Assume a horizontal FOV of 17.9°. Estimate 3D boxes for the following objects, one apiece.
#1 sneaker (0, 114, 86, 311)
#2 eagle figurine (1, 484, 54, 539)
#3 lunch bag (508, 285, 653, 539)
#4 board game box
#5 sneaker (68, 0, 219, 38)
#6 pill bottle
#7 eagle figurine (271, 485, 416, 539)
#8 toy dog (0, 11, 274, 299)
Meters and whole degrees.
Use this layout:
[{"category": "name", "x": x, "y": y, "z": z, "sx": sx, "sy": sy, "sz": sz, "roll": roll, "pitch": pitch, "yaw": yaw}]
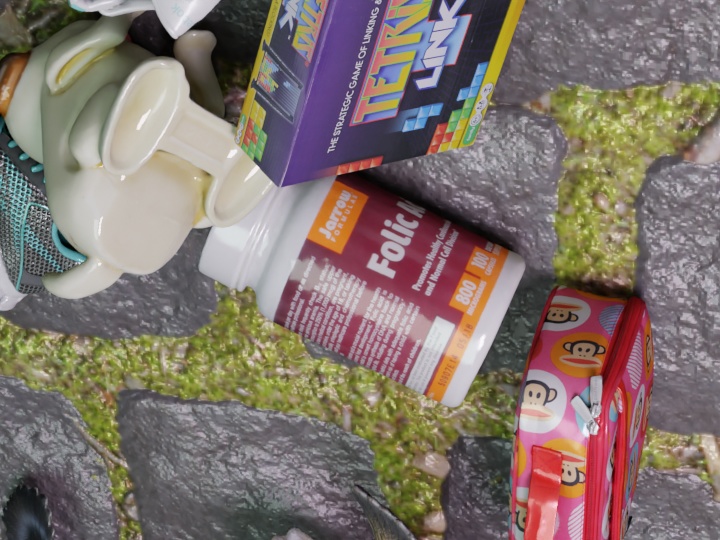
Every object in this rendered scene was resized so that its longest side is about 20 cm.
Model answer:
[{"category": "sneaker", "x": -0.243, "y": -0.069, "z": 1.616, "sx": 0.091, "sy": 0.078, "sz": 0.201, "roll": -10, "pitch": 122, "yaw": 7}, {"category": "eagle figurine", "x": -0.243, "y": 0.283, "z": 1.819, "sx": 0.151, "sy": 0.151, "sz": 0.201, "roll": 24, "pitch": 102, "yaw": -47}, {"category": "lunch bag", "x": 0.141, "y": 0.129, "z": 1.530, "sx": 0.081, "sy": 0.176, "sz": 0.201, "roll": 9, "pitch": 125, "yaw": 14}, {"category": "board game box", "x": 0.023, "y": -0.156, "z": 1.397, "sx": 0.057, "sy": 0.165, "sz": 0.201, "roll": 45, "pitch": 134, "yaw": 32}, {"category": "sneaker", "x": -0.166, "y": -0.205, "z": 1.440, "sx": 0.199, "sy": 0.089, "sz": 0.075, "roll": 27, "pitch": 168, "yaw": 35}, {"category": "pill bottle", "x": 0.000, "y": 0.000, "z": 1.536, "sx": 0.199, "sy": 0.114, "sz": 0.115, "roll": 25, "pitch": 126, "yaw": 2}, {"category": "eagle figurine", "x": 0.037, "y": 0.241, "z": 1.655, "sx": 0.199, "sy": 0.151, "sz": 0.153, "roll": 18, "pitch": 95, "yaw": -40}, {"category": "toy dog", "x": -0.161, "y": -0.090, "z": 1.505, "sx": 0.139, "sy": 0.200, "sz": 0.195, "roll": 15, "pitch": 109, "yaw": -38}]
